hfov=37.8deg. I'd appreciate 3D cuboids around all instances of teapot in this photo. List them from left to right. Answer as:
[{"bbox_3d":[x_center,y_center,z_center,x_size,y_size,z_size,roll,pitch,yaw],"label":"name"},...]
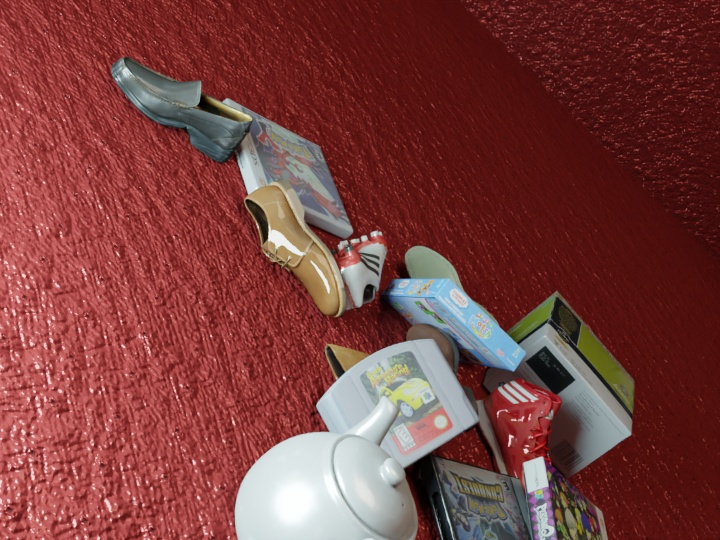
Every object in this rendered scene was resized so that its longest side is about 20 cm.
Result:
[{"bbox_3d":[-0.014,0.231,0.993,0.196,0.146,0.202,9,46,-54],"label":"teapot"}]

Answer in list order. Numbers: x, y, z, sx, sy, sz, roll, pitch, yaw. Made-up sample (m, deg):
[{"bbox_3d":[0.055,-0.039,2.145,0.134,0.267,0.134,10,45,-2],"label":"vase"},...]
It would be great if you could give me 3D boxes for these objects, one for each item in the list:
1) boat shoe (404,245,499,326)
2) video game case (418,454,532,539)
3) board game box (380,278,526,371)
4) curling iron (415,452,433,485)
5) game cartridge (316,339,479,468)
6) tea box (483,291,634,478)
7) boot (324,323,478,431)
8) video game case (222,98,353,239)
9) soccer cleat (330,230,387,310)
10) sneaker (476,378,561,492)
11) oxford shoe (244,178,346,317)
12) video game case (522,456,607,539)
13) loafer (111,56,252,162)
[{"bbox_3d":[0.133,0.050,1.605,0.071,0.061,0.202,-30,65,-20],"label":"boat shoe"},{"bbox_3d":[0.161,0.325,1.278,0.199,0.025,0.183,24,40,-45],"label":"video game case"},{"bbox_3d":[0.123,0.072,1.446,0.151,0.037,0.199,43,-14,-15],"label":"board game box"},{"bbox_3d":[0.097,0.211,1.349,0.050,0.026,0.200,43,25,-6],"label":"curling iron"},{"bbox_3d":[0.045,0.159,1.239,0.198,0.041,0.134,-22,74,-43],"label":"game cartridge"},{"bbox_3d":[0.315,0.174,1.643,0.200,0.133,0.197,48,25,-3],"label":"tea box"},{"bbox_3d":[0.037,0.126,1.348,0.197,0.069,0.190,13,41,-30],"label":"boot"},{"bbox_3d":[-0.106,-0.147,1.522,0.199,0.023,0.184,23,36,-45],"label":"video game case"},{"bbox_3d":[0.000,0.000,1.451,0.200,0.067,0.087,-38,111,-74],"label":"soccer cleat"},{"bbox_3d":[0.241,0.239,1.445,0.078,0.115,0.202,8,47,-55],"label":"sneaker"},{"bbox_3d":[-0.087,-0.020,1.347,0.071,0.072,0.202,-22,71,-35],"label":"oxford shoe"},{"bbox_3d":[0.276,0.362,1.349,0.200,0.035,0.184,43,32,-42],"label":"video game case"},{"bbox_3d":[-0.229,-0.223,1.363,0.199,0.072,0.074,30,31,-35],"label":"loafer"}]
